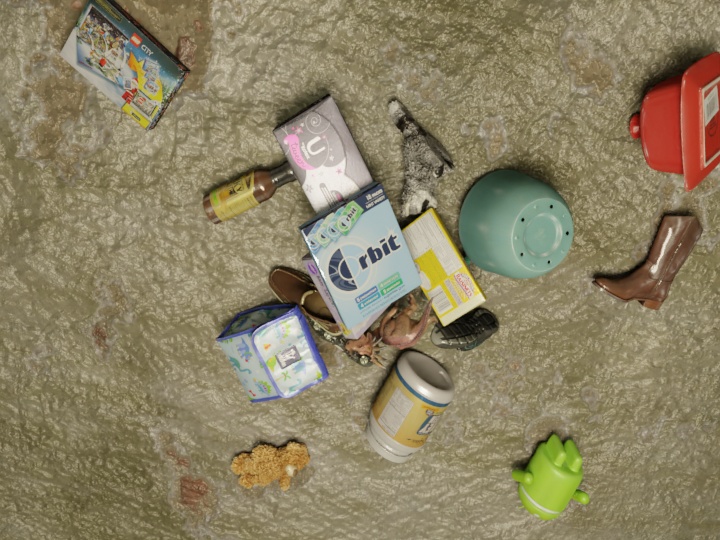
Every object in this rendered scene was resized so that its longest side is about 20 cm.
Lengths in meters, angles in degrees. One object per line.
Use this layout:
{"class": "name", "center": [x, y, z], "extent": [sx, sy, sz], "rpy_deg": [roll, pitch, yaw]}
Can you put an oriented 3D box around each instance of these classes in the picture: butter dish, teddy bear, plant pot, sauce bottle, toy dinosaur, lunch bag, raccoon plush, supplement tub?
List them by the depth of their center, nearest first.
{"class": "butter dish", "center": [0.564, -0.267, 0.971], "extent": [0.197, 0.145, 0.207], "rpy_deg": [-30, 115, -33]}
{"class": "plant pot", "center": [0.303, -0.078, 1.005], "extent": [0.192, 0.161, 0.210], "rpy_deg": [-3, 104, -11]}
{"class": "toy dinosaur", "center": [0.072, 0.125, 1.045], "extent": [0.197, 0.136, 0.087], "rpy_deg": [-26, 105, 42]}
{"class": "raccoon plush", "center": [0.093, -0.207, 1.046], "extent": [0.134, 0.096, 0.203], "rpy_deg": [-41, 76, 29]}
{"class": "sauce bottle", "center": [-0.216, -0.160, 1.060], "extent": [0.194, 0.065, 0.066], "rpy_deg": [-25, 109, 8]}
{"class": "lunch bag", "center": [-0.178, 0.170, 1.128], "extent": [0.194, 0.128, 0.175], "rpy_deg": [-15, 112, 25]}
{"class": "supplement tub", "center": [0.105, 0.301, 1.181], "extent": [0.141, 0.146, 0.205], "rpy_deg": [25, 109, -9]}
{"class": "teddy bear", "center": [-0.218, 0.477, 1.294], "extent": [0.191, 0.067, 0.151], "rpy_deg": [-1, 113, 2]}

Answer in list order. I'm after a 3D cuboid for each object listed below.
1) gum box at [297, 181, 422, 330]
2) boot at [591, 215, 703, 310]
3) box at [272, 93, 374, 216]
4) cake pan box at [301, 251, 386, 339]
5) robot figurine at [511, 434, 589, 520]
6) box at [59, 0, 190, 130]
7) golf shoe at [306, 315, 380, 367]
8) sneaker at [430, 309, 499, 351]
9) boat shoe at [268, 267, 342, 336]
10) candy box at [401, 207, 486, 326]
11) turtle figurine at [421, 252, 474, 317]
{"class": "gum box", "center": [0.002, -0.026, 0.972], "extent": [0.166, 0.044, 0.205], "rpy_deg": [-29, 109, -10]}
{"class": "boot", "center": [0.586, -0.033, 1.092], "extent": [0.179, 0.065, 0.206], "rpy_deg": [11, 114, -18]}
{"class": "box", "center": [-0.063, -0.204, 1.005], "extent": [0.129, 0.115, 0.205], "rpy_deg": [-28, 108, 3]}
{"class": "cake pan box", "center": [0.000, 0.000, 1.066], "extent": [0.051, 0.199, 0.189], "rpy_deg": [-2, 122, 50]}
{"class": "robot figurine", "center": [0.446, 0.494, 1.262], "extent": [0.169, 0.116, 0.206], "rpy_deg": [18, 110, -8]}
{"class": "box", "center": [-0.434, -0.384, 0.993], "extent": [0.199, 0.038, 0.137], "rpy_deg": [41, 106, -13]}
{"class": "golf shoe", "center": [-0.043, 0.137, 1.158], "extent": [0.199, 0.088, 0.077], "rpy_deg": [43, 80, 11]}
{"class": "sneaker", "center": [0.214, 0.141, 1.121], "extent": [0.195, 0.076, 0.081], "rpy_deg": [-5, 137, -39]}
{"class": "boat shoe", "center": [-0.108, 0.053, 1.101], "extent": [0.198, 0.075, 0.076], "rpy_deg": [32, 77, 10]}
{"class": "candy box", "center": [0.152, -0.007, 1.039], "extent": [0.101, 0.026, 0.204], "rpy_deg": [-32, 86, 24]}
{"class": "turtle figurine", "center": [0.173, 0.006, 1.100], "extent": [0.147, 0.101, 0.203], "rpy_deg": [-34, 100, 11]}
